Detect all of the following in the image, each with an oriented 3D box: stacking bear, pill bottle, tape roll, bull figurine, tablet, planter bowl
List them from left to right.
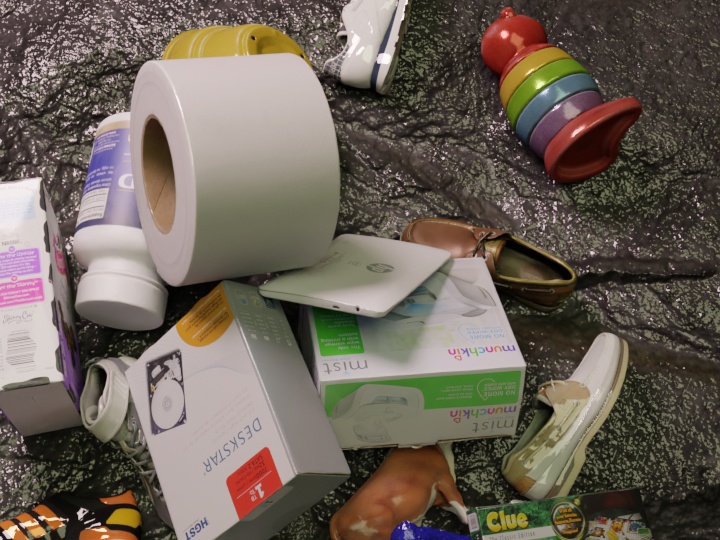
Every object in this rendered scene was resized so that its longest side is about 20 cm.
[{"bbox_3d":[-0.230,-0.048,1.123,0.118,0.120,0.203,7,69,-4],"label":"pill bottle"},{"bbox_3d":[-0.121,-0.095,1.004,0.137,0.203,0.205,-8,69,-26],"label":"tape roll"},{"bbox_3d":[-0.107,-0.199,1.164,0.199,0.083,0.202,26,45,-29],"label":"planter bowl"},{"bbox_3d":[0.000,0.000,1.069,0.128,0.200,0.014,10,111,21],"label":"tablet"},{"bbox_3d":[0.054,0.222,1.075,0.121,0.065,0.200,45,57,6],"label":"bull figurine"},{"bbox_3d":[0.210,-0.211,1.254,0.113,0.122,0.201,-20,63,-22],"label":"stacking bear"}]

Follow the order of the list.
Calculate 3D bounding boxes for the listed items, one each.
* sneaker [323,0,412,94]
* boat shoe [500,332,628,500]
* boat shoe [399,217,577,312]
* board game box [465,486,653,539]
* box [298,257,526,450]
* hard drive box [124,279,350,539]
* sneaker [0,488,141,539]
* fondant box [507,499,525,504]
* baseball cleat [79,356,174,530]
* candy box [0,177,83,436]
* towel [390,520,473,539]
[{"bbox_3d":[0.018,-0.306,1.282,0.079,0.077,0.202,13,66,8],"label":"sneaker"},{"bbox_3d":[0.214,0.144,1.131,0.068,0.075,0.201,30,69,-1],"label":"boat shoe"},{"bbox_3d":[0.141,-0.019,1.187,0.197,0.068,0.073,17,69,0],"label":"boat shoe"},{"bbox_3d":[0.194,0.264,1.016,0.198,0.023,0.106,1,71,-29],"label":"board game box"},{"bbox_3d":[0.044,0.081,1.085,0.197,0.098,0.177,-2,36,-8],"label":"box"},{"bbox_3d":[-0.117,0.138,0.998,0.156,0.076,0.202,-41,58,25],"label":"hard drive box"},{"bbox_3d":[-0.305,0.254,1.037,0.197,0.071,0.091,-5,44,-2],"label":"sneaker"},{"bbox_3d":[0.197,0.340,1.064,0.142,0.058,0.203,12,67,-3],"label":"fondant box"},{"bbox_3d":[-0.213,0.174,1.050,0.070,0.106,0.201,-40,69,17],"label":"baseball cleat"},{"bbox_3d":[-0.319,0.039,1.053,0.070,0.168,0.203,-9,71,-10],"label":"candy box"},{"bbox_3d":[0.085,0.331,0.961,0.147,0.049,0.203,23,58,-43],"label":"towel"}]
